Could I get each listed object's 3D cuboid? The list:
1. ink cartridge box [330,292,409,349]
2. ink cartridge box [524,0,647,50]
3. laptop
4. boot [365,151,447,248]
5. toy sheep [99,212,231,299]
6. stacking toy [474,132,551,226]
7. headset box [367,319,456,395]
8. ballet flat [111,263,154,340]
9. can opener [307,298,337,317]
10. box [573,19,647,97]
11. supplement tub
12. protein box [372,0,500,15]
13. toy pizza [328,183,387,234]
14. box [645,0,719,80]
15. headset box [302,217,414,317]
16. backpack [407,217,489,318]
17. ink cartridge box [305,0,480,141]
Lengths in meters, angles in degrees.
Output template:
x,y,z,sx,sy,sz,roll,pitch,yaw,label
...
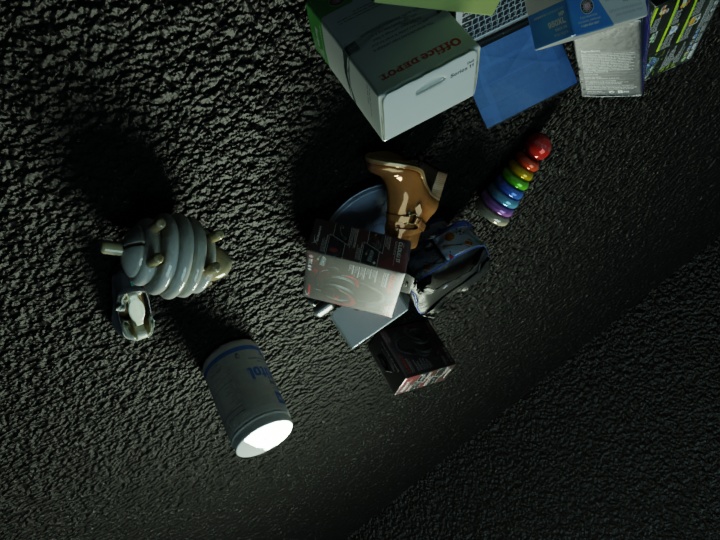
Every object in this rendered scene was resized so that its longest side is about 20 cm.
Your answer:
x,y,z,sx,sy,sz,roll,pitch,yaw,label
0.024,0.076,1.403,0.144,0.084,0.200,-35,180,6,ink cartridge box
0.288,-0.420,0.905,0.142,0.205,0.084,-21,-169,-23,ink cartridge box
0.247,-0.361,1.037,0.184,0.117,0.202,-27,150,-12,laptop
0.062,-0.121,1.200,0.197,0.076,0.159,4,113,-50,boot
-0.281,-0.023,0.995,0.196,0.140,0.139,15,128,-35,toy sheep
0.322,-0.196,1.404,0.084,0.086,0.202,1,130,-45,stacking toy
0.125,0.221,1.736,0.196,0.150,0.078,-6,142,-38,headset box
-0.370,0.071,1.104,0.072,0.074,0.202,-17,147,-25,ballet flat
-0.014,0.030,1.413,0.198,0.054,0.067,-35,150,5,can opener
0.406,-0.397,1.086,0.102,0.152,0.200,6,165,25,box
-0.232,0.256,1.377,0.129,0.202,0.133,-24,150,-15,supplement tub
0.096,-0.427,0.770,0.195,0.136,0.202,-10,144,-34,protein box
0.009,-0.090,1.282,0.196,0.032,0.203,-24,146,-17,toy pizza
0.593,-0.465,1.305,0.189,0.048,0.202,-24,150,-13,box
0.000,0.000,1.218,0.194,0.076,0.150,14,145,-1,headset box
0.175,-0.016,1.438,0.187,0.157,0.201,-24,157,1,backpack
0.039,-0.283,0.857,0.144,0.202,0.084,-27,151,-9,ink cartridge box
